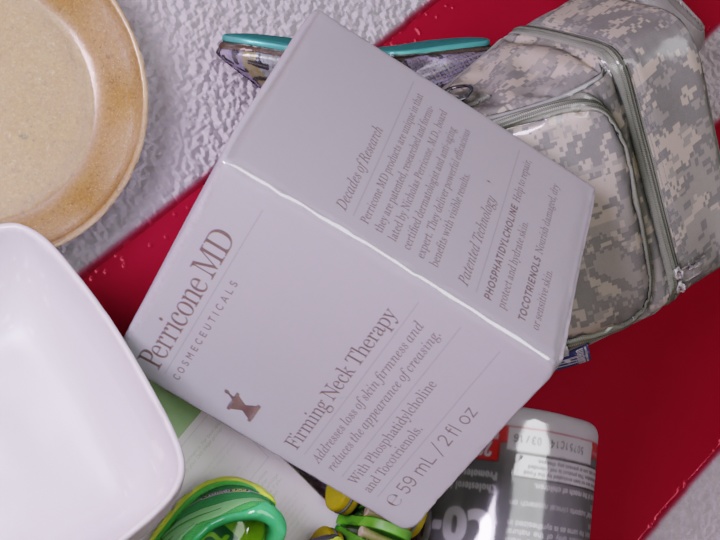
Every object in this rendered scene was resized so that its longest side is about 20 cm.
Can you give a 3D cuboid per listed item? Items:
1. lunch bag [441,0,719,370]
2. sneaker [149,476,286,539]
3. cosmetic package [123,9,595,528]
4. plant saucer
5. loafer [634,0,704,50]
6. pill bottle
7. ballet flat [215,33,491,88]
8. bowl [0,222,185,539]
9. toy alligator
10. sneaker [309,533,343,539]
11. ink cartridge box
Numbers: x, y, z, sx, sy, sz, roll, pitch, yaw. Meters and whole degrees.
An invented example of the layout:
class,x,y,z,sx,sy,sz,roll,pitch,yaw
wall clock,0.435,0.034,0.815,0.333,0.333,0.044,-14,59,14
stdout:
class,x,y,z,sx,sy,sz,roll,pitch,yaw
lunch bag,0.136,-0.055,0.916,0.166,0.139,0.202,-28,119,-16
sneaker,-0.110,0.196,0.757,0.074,0.083,0.201,40,70,-17
cosmetic package,0.000,0.000,0.796,0.198,0.168,0.167,30,40,-6
plant saucer,-0.224,-0.103,0.822,0.197,0.035,0.204,4,81,-25
loafer,0.178,-0.230,1.016,0.199,0.070,0.070,38,77,-16
pill bottle,0.086,0.192,0.888,0.112,0.114,0.203,12,77,-24
ballet flat,0.001,-0.119,0.919,0.198,0.072,0.073,-3,84,-25
bowl,-0.210,0.097,0.745,0.198,0.075,0.201,-31,70,-16
toy alligator,0.000,0.183,0.832,0.059,0.054,0.202,25,73,-22
sneaker,-0.007,0.253,0.778,0.073,0.081,0.203,-16,111,-11
ink cartridge box,-0.101,0.161,0.838,0.200,0.048,0.146,46,66,-13
